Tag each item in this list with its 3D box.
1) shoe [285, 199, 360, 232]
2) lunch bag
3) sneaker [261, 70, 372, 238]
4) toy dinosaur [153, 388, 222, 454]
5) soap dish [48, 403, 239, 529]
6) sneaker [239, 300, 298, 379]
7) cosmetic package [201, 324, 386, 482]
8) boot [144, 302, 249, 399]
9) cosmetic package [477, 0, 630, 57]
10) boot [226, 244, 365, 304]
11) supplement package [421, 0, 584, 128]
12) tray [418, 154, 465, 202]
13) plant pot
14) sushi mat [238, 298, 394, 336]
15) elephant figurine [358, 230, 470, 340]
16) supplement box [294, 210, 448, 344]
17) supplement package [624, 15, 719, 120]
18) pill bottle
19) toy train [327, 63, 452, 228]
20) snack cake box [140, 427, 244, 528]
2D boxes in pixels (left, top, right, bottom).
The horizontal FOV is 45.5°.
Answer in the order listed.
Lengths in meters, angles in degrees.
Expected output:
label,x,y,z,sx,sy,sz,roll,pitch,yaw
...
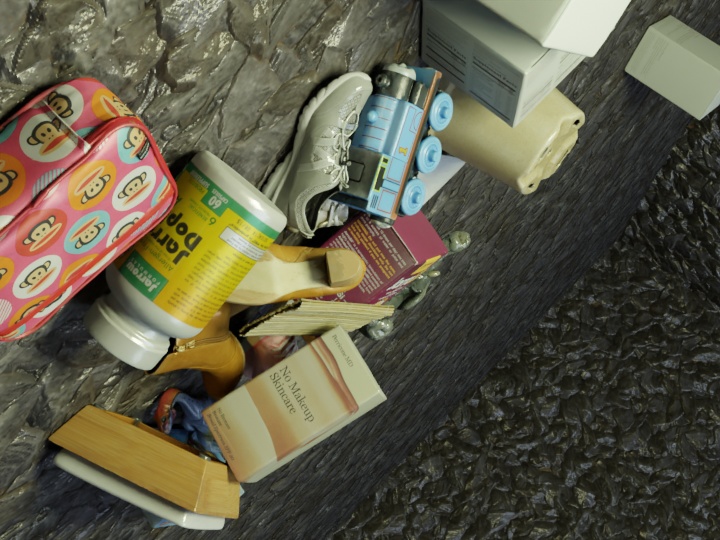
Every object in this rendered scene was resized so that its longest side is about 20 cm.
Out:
label,x,y,z,sx,sy,sz,roll,pitch,yaw
shoe,-0.016,-0.100,1.101,0.200,0.053,0.070,-37,157,-34
lunch bag,-0.243,-0.038,0.673,0.200,0.082,0.176,-44,164,-13
sneaker,-0.034,-0.128,0.964,0.075,0.082,0.200,-17,143,-58
toy dinosaur,-0.228,0.214,1.195,0.182,0.200,0.105,46,71,-33
soap dish,-0.245,0.232,1.018,0.082,0.199,0.157,-65,164,-12
sneaker,-0.103,0.108,1.135,0.075,0.105,0.200,-49,-177,-33
cosmetic package,-0.079,0.165,1.056,0.200,0.104,0.087,-33,165,-2
boot,-0.205,0.100,1.039,0.144,0.071,0.202,-27,143,-48
cosmetic package,0.176,-0.340,0.852,0.167,0.200,0.167,-15,142,-58
boot,-0.094,0.009,1.008,0.200,0.071,0.144,-3,173,-4
supplement package,0.193,-0.306,1.026,0.200,0.156,0.111,-44,162,-16
tray,0.086,-0.141,1.285,0.107,0.022,0.200,-43,165,21
plant pot,0.192,-0.207,1.169,0.200,0.183,0.201,-42,160,-19
sushi mat,-0.047,0.059,1.024,0.095,0.012,0.200,-26,163,29
elephant figurine,0.062,0.010,1.350,0.200,0.155,0.142,-34,135,-17
supplement box,0.000,0.000,1.165,0.200,0.103,0.131,-40,170,25
supplement package,0.701,-0.440,1.856,0.117,0.200,0.118,-32,154,-41
pill bottle,-0.173,-0.007,0.831,0.200,0.113,0.113,-50,161,3
toy train,0.039,-0.151,1.016,0.114,0.086,0.201,14,95,-53
snack cake box,-0.251,0.287,1.201,0.067,0.115,0.200,-40,162,2
